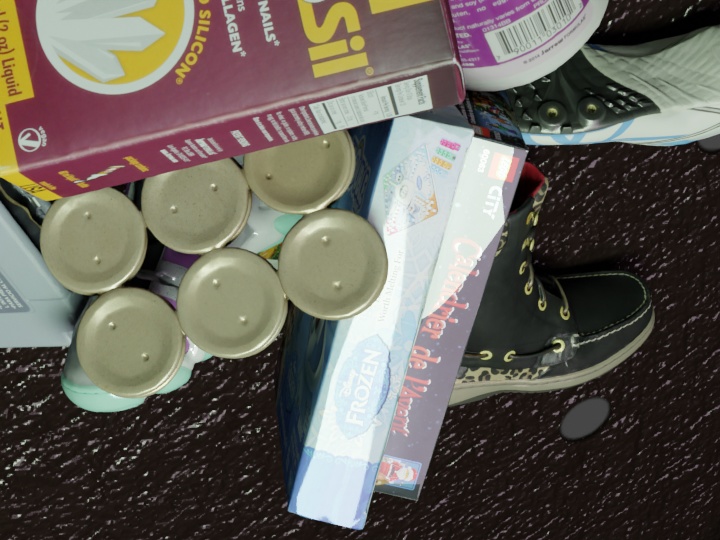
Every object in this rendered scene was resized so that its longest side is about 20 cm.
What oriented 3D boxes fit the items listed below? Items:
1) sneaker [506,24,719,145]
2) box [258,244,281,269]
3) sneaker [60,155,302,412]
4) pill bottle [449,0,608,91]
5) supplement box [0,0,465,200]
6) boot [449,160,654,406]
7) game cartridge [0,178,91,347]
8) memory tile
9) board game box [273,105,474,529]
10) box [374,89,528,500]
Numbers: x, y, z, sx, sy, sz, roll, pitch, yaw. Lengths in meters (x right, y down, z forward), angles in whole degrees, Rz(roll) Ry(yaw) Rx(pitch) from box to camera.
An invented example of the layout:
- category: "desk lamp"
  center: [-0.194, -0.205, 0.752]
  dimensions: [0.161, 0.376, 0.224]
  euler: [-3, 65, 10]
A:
- category: "sneaker"
  center: [0.152, -0.099, 1.084]
  dimensions: [0.198, 0.072, 0.073]
  euler: [-8, 151, -17]
- category: "box"
  center: [-0.078, -0.055, 1.007]
  dimensions: [0.039, 0.042, 0.200]
  euler: [-33, 136, -4]
- category: "sneaker"
  center: [-0.099, -0.041, 0.896]
  dimensions: [0.200, 0.077, 0.141]
  euler: [-56, 138, -36]
- category: "pill bottle"
  center: [0.044, -0.191, 0.905]
  dimensions: [0.112, 0.113, 0.200]
  euler: [-33, 136, 0]
- category: "supplement box"
  center: [-0.063, -0.109, 0.794]
  dimensions: [0.198, 0.111, 0.086]
  euler: [-13, 174, 3]
- category: "boot"
  center: [0.098, 0.001, 1.139]
  dimensions: [0.198, 0.073, 0.151]
  euler: [-11, 133, -14]
- category: "game cartridge"
  center: [-0.219, -0.031, 0.899]
  dimensions: [0.132, 0.041, 0.200]
  euler: [-5, 141, 22]
- category: "memory tile"
  center: [-0.084, -0.055, 0.844]
  dimensions: [0.152, 0.201, 0.017]
  euler: [-22, 174, 4]
- category: "board game box"
  center: [0.000, 0.000, 0.951]
  dimensions: [0.043, 0.200, 0.201]
  euler: [14, 103, -9]
- category: "box"
  center: [0.036, 0.001, 0.992]
  dimensions: [0.037, 0.137, 0.201]
  euler: [14, 110, -7]
